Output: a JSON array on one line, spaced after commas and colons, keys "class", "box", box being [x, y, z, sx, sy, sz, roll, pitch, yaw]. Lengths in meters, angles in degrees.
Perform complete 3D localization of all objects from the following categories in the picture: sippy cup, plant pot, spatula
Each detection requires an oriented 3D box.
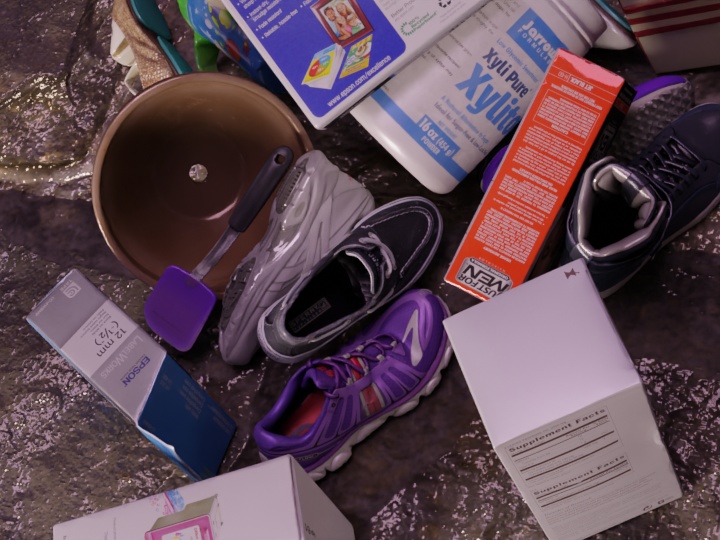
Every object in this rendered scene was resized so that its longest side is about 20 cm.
[{"class": "sippy cup", "box": [-0.085, -0.241, 1.435, 0.139, 0.178, 0.130, -24, 55, -21]}, {"class": "plant pot", "box": [-0.141, -0.081, 1.359, 0.201, 0.201, 0.093, -34, 17, -1]}, {"class": "spatula", "box": [-0.119, -0.025, 1.316, 0.056, 0.021, 0.200, 35, 90, 9]}]

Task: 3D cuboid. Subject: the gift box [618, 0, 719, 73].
[{"class": "gift box", "box": [0.321, -0.269, 1.274, 0.186, 0.185, 0.200, -7, 62, 28]}]

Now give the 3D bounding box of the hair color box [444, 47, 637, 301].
[{"class": "hair color box", "box": [0.144, -0.069, 1.202, 0.061, 0.101, 0.200, 29, 99, 14]}]

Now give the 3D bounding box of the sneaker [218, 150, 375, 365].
[{"class": "sneaker", "box": [-0.050, 0.003, 1.311, 0.200, 0.099, 0.078, -60, 19, 7]}]

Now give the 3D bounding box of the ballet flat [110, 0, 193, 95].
[{"class": "ballet flat", "box": [-0.218, -0.219, 1.518, 0.065, 0.070, 0.200, -40, 50, 13]}]

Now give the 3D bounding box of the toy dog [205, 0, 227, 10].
[{"class": "toy dog", "box": [-0.088, -0.317, 1.280, 0.194, 0.200, 0.140, -13, 52, 33]}]

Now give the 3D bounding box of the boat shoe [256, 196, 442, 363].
[{"class": "boat shoe", "box": [0.000, 0.000, 1.250, 0.200, 0.068, 0.072, -36, 88, -25]}]

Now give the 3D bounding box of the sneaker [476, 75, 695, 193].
[{"class": "sneaker", "box": [0.184, -0.126, 1.301, 0.200, 0.070, 0.100, -30, 52, 2]}]

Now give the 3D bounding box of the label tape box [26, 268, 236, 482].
[{"class": "label tape box", "box": [-0.170, 0.101, 1.256, 0.200, 0.143, 0.066, 35, 78, 34]}]

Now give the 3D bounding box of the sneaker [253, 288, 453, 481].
[{"class": "sneaker", "box": [-0.004, 0.090, 1.237, 0.200, 0.083, 0.081, -46, 56, -10]}]

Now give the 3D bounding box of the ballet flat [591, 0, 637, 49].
[{"class": "ballet flat", "box": [0.182, -0.246, 1.386, 0.069, 0.069, 0.200, -32, 50, 0]}]

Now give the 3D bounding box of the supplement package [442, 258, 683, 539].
[{"class": "supplement package", "box": [0.150, 0.101, 1.098, 0.109, 0.200, 0.114, -25, 54, 6]}]

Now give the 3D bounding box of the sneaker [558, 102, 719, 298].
[{"class": "sneaker", "box": [0.236, -0.071, 1.196, 0.077, 0.146, 0.202, 39, 81, 16]}]

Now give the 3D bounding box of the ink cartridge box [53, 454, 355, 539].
[{"class": "ink cartridge box", "box": [-0.111, 0.229, 1.156, 0.200, 0.145, 0.085, -17, 55, 11]}]

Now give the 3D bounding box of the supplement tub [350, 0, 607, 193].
[{"class": "supplement tub", "box": [0.092, -0.175, 1.269, 0.200, 0.132, 0.132, -46, 54, 8]}]

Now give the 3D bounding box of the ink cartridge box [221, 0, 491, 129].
[{"class": "ink cartridge box", "box": [-0.013, -0.249, 1.200, 0.198, 0.047, 0.200, -36, 86, 13]}]
